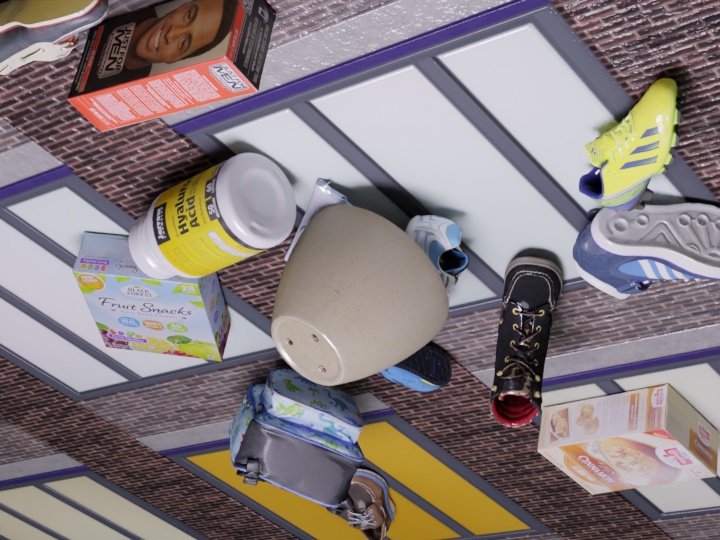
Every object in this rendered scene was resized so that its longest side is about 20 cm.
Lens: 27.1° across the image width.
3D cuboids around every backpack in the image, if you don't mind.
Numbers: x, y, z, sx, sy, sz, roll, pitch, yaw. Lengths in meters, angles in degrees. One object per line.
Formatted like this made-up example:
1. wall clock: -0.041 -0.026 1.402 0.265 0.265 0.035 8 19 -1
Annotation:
1. backpack: -0.088 0.225 2.114 0.183 0.147 0.200 22 -172 -15

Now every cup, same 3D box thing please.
1. cup: -0.020 0.047 1.705 0.200 0.143 0.201 26 142 22

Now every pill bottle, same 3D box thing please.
1. pill bottle: -0.177 -0.055 1.731 0.111 0.112 0.200 33 143 -33

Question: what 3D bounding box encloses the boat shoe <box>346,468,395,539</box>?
1. boat shoe: 0.012 0.388 2.445 0.072 0.073 0.200 -3 147 21

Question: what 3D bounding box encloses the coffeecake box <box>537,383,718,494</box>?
1. coffeecake box: 0.374 0.238 2.084 0.200 0.073 0.153 -16 140 36

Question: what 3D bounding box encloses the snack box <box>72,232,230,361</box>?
1. snack box: -0.269 0.037 1.955 0.168 0.068 0.200 6 147 9

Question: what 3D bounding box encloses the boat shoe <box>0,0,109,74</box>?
1. boat shoe: -0.318 -0.240 1.499 0.200 0.071 0.063 -8 130 38

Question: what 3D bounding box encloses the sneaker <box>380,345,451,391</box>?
1. sneaker: 0.029 0.109 1.984 0.200 0.066 0.078 33 147 -33

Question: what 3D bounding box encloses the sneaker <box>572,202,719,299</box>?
1. sneaker: 0.338 -0.015 1.680 0.199 0.081 0.147 8 158 -3

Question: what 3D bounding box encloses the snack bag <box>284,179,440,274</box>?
1. snack bag: 0.000 0.000 1.779 0.188 0.021 0.200 38 149 6

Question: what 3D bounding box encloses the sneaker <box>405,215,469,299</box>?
1. sneaker: 0.093 0.006 1.783 0.072 0.072 0.200 15 151 14

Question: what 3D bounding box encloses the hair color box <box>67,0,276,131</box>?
1. hair color box: -0.188 -0.211 1.484 0.199 0.102 0.061 -10 144 30

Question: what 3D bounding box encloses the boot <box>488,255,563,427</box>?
1. boot: 0.197 0.087 1.809 0.073 0.151 0.200 10 150 1

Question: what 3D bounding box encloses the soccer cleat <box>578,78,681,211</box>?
1. soccer cleat: 0.272 -0.125 1.519 0.083 0.065 0.200 13 150 1
